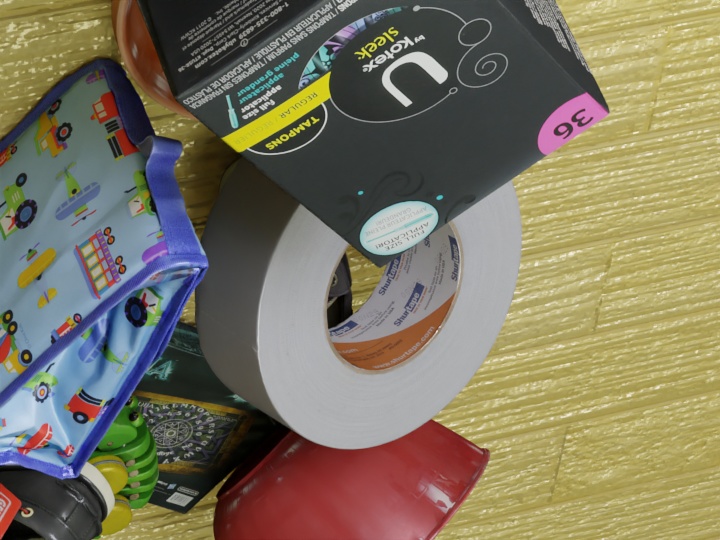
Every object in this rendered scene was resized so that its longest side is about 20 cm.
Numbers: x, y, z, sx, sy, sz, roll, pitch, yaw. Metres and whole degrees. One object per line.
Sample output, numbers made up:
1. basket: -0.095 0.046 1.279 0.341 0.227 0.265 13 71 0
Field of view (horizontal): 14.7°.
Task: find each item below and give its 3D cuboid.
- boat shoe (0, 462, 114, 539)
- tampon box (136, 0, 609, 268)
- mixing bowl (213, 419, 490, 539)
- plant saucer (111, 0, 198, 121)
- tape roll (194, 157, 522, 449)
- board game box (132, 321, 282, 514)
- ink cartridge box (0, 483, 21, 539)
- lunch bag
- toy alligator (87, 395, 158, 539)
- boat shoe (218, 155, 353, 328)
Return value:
1. boat shoe: -0.241 0.157 1.712 0.201 0.063 0.074 -8 126 39
2. tampon box: 0.001 -0.123 1.390 0.150 0.127 0.200 -34 142 15
3. mixing bowl: -0.023 0.151 1.809 0.108 0.200 0.200 45 115 -5
4. plant saucer: -0.039 -0.159 1.513 0.199 0.032 0.201 -14 142 -11
5. tape roll: 0.000 0.000 1.628 0.200 0.066 0.201 -19 121 -34
6. board game box: -0.142 0.085 1.766 0.135 0.028 0.200 -42 139 24
7. ink cartridge box: -0.270 0.112 1.536 0.173 0.200 0.044 41 118 -9
8. lunch bag: -0.163 -0.009 1.535 0.094 0.151 0.200 12 132 -39
9. toy alligator: -0.152 0.100 1.706 0.054 0.059 0.200 -14 142 -11
10. boat shoe: -0.036 0.001 1.687 0.073 0.065 0.200 -21 143 -1
